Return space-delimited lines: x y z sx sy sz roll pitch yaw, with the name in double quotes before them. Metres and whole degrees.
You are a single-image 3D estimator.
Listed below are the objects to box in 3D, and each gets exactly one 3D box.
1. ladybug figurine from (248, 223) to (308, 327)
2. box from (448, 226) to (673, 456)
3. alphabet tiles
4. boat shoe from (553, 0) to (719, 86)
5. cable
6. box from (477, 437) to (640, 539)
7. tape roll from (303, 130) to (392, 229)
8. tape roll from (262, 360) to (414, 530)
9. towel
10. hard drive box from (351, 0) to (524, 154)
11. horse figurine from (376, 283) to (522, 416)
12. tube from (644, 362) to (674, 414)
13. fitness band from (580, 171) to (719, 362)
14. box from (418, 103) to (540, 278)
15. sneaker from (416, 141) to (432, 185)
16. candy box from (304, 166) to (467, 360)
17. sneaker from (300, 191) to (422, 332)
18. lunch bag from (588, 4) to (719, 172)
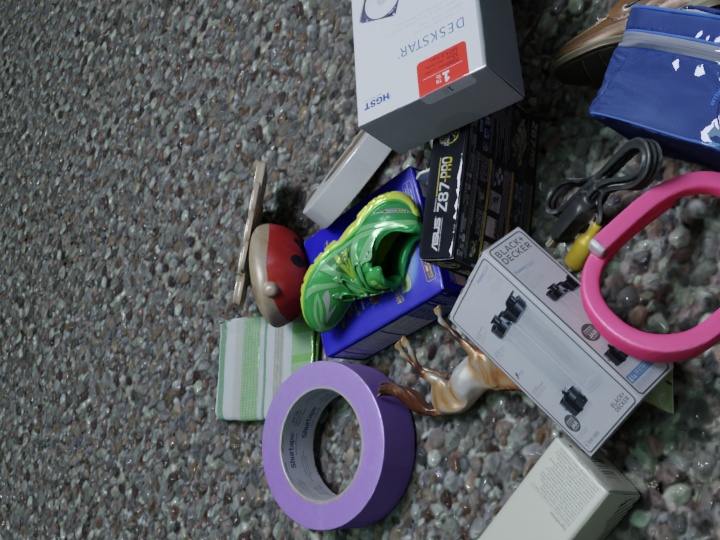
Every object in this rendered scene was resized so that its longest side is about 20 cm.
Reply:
"ladybug figurine" -0.102 0.003 1.250 0.200 0.071 0.137 -95 -7 -74
"box" 0.188 0.068 0.913 0.200 0.060 0.117 44 144 19
"alphabet tiles" -0.155 -0.047 1.319 0.196 0.014 0.202 121 158 -82
"boat shoe" 0.295 -0.256 0.984 0.199 0.072 0.069 -16 62 31
"cable" 0.245 -0.077 0.949 0.200 0.050 0.098 126 150 -50
"box" 0.181 0.269 0.940 0.201 0.068 0.082 -56 47 18
"tape roll" 0.001 -0.142 1.177 0.203 0.037 0.203 -52 7 9
"tape roll" -0.030 0.215 1.157 0.199 0.065 0.202 -9 76 39
"towel" -0.129 0.137 1.325 0.199 0.031 0.151 -9 75 41
"hard drive box" 0.074 -0.245 0.964 0.155 0.077 0.202 -21 61 33
"horse figurine" 0.108 0.109 1.051 0.133 0.050 0.200 53 126 7
"tube" 0.234 0.077 0.957 0.199 0.058 0.052 26 89 47
"fitness band" 0.295 -0.006 0.856 0.200 0.037 0.144 -38 64 -9
"box" 0.135 -0.093 1.024 0.049 0.161 0.202 -1 78 39
"sneaker" 0.110 -0.187 1.115 0.067 0.089 0.202 96 179 -79
"candy box" 0.031 -0.003 1.165 0.199 0.077 0.171 -31 59 34
"sneaker" 0.000 0.000 1.087 0.200 0.074 0.084 -52 46 21
"lunch bag" 0.322 -0.174 0.878 0.199 0.135 0.133 30 100 47
